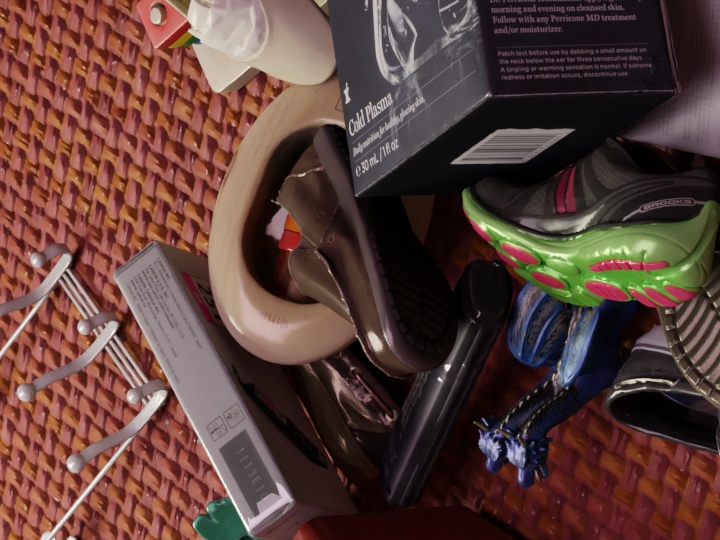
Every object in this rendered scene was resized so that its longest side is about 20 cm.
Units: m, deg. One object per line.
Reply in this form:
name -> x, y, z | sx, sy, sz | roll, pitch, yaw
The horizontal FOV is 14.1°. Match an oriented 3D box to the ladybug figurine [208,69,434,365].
ladybug figurine -> -0.019, -0.035, 1.819 | 0.135, 0.072, 0.201 | 22, 86, 16

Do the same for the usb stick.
usb stick -> 0.050, 0.071, 1.759 | 0.200, 0.032, 0.056 | 113, 164, -47

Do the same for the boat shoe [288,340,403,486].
boat shoe -> -0.017, 0.036, 1.878 | 0.072, 0.072, 0.201 | -29, 74, 12

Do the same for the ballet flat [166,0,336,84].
ballet flat -> -0.099, -0.176, 1.813 | 0.200, 0.069, 0.070 | 40, 124, 26

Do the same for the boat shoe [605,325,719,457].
boat shoe -> 0.218, 0.086, 1.623 | 0.199, 0.066, 0.070 | 22, 150, 41

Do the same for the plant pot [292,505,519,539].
plant pot -> 0.032, 0.256, 1.786 | 0.176, 0.199, 0.201 | 54, 131, 37

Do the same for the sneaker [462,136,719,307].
sneaker -> 0.134, -0.029, 1.611 | 0.200, 0.077, 0.084 | 10, 62, 52

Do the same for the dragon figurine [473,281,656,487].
dragon figurine -> 0.127, 0.034, 1.699 | 0.059, 0.099, 0.201 | 31, 119, 36

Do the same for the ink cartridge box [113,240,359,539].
ink cartridge box -> -0.060, 0.085, 1.860 | 0.043, 0.173, 0.201 | -37, 67, 17

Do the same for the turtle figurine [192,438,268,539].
turtle figurine -> -0.072, 0.169, 1.892 | 0.100, 0.200, 0.151 | 4, 102, 8

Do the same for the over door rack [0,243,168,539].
over door rack -> -0.231, 0.102, 2.096 | 0.148, 0.066, 0.200 | 53, 130, 25

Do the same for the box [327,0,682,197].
box -> 0.071, -0.162, 1.642 | 0.200, 0.123, 0.198 | 145, 120, -63

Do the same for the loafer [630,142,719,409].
loafer -> 0.201, 0.005, 1.617 | 0.076, 0.067, 0.200 | -51, 46, 28

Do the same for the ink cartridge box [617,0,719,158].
ink cartridge box -> 0.210, -0.144, 1.624 | 0.199, 0.047, 0.161 | 15, 108, 38

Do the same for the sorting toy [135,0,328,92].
sorting toy -> -0.090, -0.246, 1.882 | 0.199, 0.069, 0.201 | -36, 72, 43

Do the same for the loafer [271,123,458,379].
loafer -> 0.000, 0.000, 1.713 | 0.071, 0.073, 0.200 | -43, 37, 19
